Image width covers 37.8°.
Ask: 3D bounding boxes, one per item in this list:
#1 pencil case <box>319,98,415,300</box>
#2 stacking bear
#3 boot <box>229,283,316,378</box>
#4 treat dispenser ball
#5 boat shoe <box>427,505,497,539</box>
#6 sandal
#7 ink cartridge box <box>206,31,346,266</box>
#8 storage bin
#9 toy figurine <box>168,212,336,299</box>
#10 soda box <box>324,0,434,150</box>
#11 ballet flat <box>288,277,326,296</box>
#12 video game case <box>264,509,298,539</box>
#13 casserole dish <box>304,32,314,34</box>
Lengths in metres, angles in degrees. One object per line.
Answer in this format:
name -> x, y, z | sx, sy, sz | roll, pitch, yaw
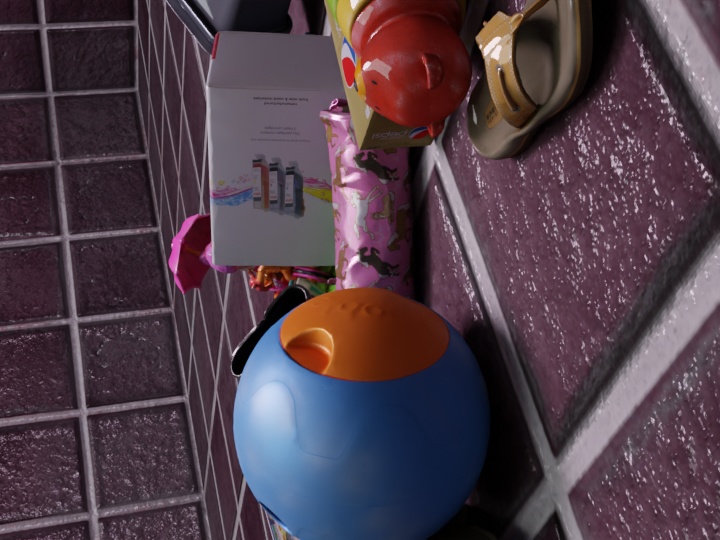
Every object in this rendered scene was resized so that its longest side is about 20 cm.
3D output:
pencil case -> 0.007, -0.052, 0.954 | 0.083, 0.085, 0.204 | -47, -43, -71
stacking bear -> 0.026, -0.193, 0.766 | 0.122, 0.112, 0.203 | 92, 167, -59
boot -> -0.088, 0.100, 1.021 | 0.068, 0.130, 0.201 | 42, 103, 31
treat dispenser ball -> 0.002, 0.115, 0.810 | 0.201, 0.197, 0.205 | 174, 90, -74
boat shoe -> 0.068, 0.236, 0.847 | 0.200, 0.073, 0.070 | -177, 73, -83
sandal -> 0.094, -0.128, 0.658 | 0.200, 0.053, 0.082 | 122, 140, -66
ink cartridge box -> -0.084, -0.124, 1.095 | 0.146, 0.142, 0.203 | -97, 9, -57
storage bin -> -0.144, -0.366, 1.199 | 0.201, 0.144, 0.135 | 53, 141, 17
toy figurine -> -0.124, -0.004, 1.194 | 0.199, 0.181, 0.153 | -176, 97, -68
soda box -> 0.015, -0.205, 0.889 | 0.064, 0.067, 0.203 | 113, 148, -61
ballet flat -> -0.061, 0.083, 1.156 | 0.201, 0.068, 0.070 | 108, 151, -54
video game case -> -0.046, 0.287, 0.990 | 0.182, 0.023, 0.203 | 129, 125, -67
casserole dish -> -0.068, -0.183, 1.251 | 0.121, 0.038, 0.204 | 138, 125, -70
